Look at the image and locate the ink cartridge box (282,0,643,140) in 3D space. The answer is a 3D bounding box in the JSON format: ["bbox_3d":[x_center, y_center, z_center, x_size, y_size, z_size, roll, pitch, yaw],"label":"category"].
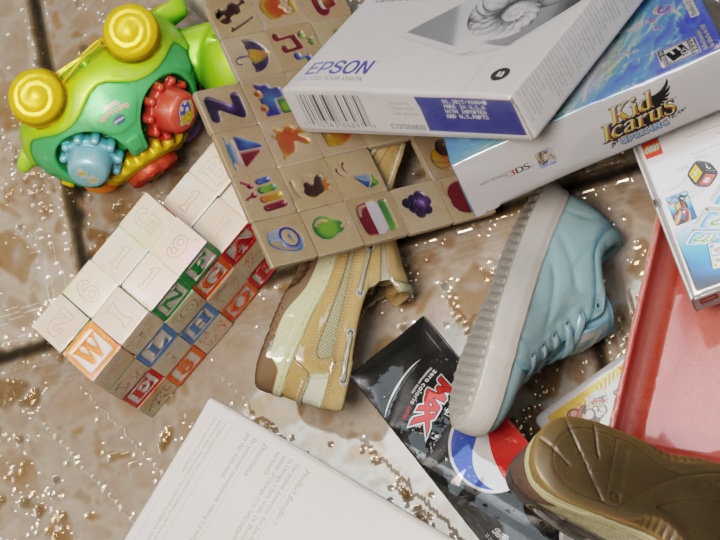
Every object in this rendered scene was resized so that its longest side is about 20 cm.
[{"bbox_3d":[0.079,-0.160,1.517,0.199,0.041,0.200,5,44,43],"label":"ink cartridge box"}]

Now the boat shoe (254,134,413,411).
[{"bbox_3d":[0.000,0.000,1.568,0.076,0.072,0.201,20,75,6],"label":"boat shoe"}]

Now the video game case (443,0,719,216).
[{"bbox_3d":[0.133,-0.134,1.521,0.181,0.046,0.200,-25,31,9],"label":"video game case"}]

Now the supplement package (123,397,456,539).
[{"bbox_3d":[-0.027,0.185,1.495,0.200,0.117,0.117,30,83,22],"label":"supplement package"}]

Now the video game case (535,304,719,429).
[{"bbox_3d":[0.239,0.108,1.493,0.200,0.023,0.182,-36,68,5],"label":"video game case"}]

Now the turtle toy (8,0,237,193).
[{"bbox_3d":[-0.144,-0.118,1.615,0.200,0.146,0.101,-33,89,-1],"label":"turtle toy"}]

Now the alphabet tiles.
[{"bbox_3d":[-0.023,-0.103,1.559,0.167,0.008,0.201,-14,66,-26],"label":"alphabet tiles"}]

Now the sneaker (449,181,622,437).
[{"bbox_3d":[0.118,0.030,1.491,0.082,0.074,0.200,26,55,-3],"label":"sneaker"}]

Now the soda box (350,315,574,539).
[{"bbox_3d":[0.081,0.127,1.506,0.063,0.071,0.200,-39,69,-2],"label":"soda box"}]

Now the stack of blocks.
[{"bbox_3d":[-0.112,-0.008,1.576,0.059,0.115,0.200,39,87,22],"label":"stack of blocks"}]

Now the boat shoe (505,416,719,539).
[{"bbox_3d":[0.179,0.146,1.428,0.200,0.065,0.073,29,65,-14],"label":"boat shoe"}]

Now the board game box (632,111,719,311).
[{"bbox_3d":[0.275,-0.069,1.464,0.199,0.035,0.127,-20,72,7],"label":"board game box"}]

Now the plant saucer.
[{"bbox_3d":[0.268,0.041,1.470,0.199,0.037,0.200,10,76,16],"label":"plant saucer"}]

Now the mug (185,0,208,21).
[{"bbox_3d":[-0.068,-0.262,1.603,0.199,0.175,0.148,-5,74,15],"label":"mug"}]
